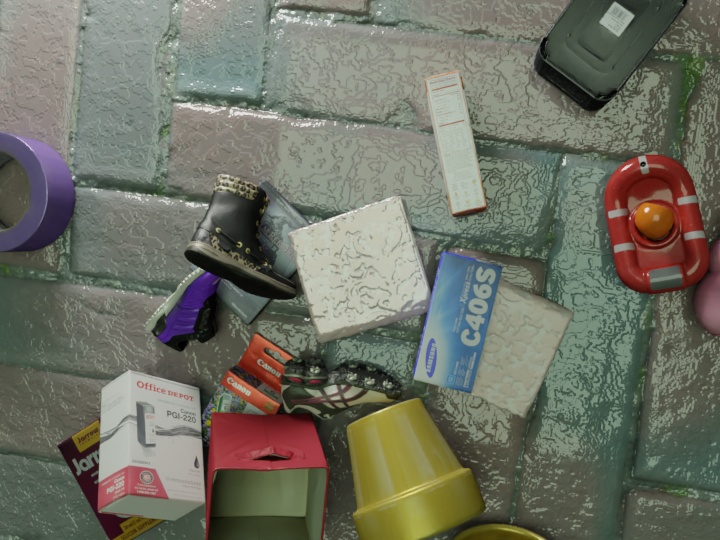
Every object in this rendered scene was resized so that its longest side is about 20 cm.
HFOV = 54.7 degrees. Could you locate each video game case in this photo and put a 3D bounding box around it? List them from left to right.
[{"bbox_3d":[-0.175,-0.029,1.174,0.143,0.019,0.200,43,99,5],"label":"video game case"}]

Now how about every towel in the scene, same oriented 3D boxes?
[{"bbox_3d":[0.000,0.000,1.124,0.198,0.032,0.193,-17,93,6],"label":"towel"},{"bbox_3d":[0.211,0.112,1.114,0.198,0.032,0.193,24,97,7],"label":"towel"}]

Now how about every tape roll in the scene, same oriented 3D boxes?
[{"bbox_3d":[-0.606,-0.133,1.202,0.197,0.085,0.203,0,92,9],"label":"tape roll"}]

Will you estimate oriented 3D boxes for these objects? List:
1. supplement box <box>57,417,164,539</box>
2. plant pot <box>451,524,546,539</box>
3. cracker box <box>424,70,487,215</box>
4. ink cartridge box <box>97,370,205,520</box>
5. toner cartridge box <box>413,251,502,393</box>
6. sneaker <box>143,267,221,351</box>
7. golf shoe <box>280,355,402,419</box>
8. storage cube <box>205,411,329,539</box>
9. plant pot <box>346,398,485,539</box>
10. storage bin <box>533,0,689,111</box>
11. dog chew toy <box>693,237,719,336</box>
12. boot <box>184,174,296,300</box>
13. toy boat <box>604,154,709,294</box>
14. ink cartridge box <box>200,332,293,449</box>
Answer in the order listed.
[{"bbox_3d":[-0.391,0.339,1.181,0.130,0.103,0.201,-32,87,10],"label":"supplement box"},{"bbox_3d":[0.214,0.527,1.054,0.198,0.201,0.191,6,109,8],"label":"plant pot"},{"bbox_3d":[0.146,-0.185,1.058,0.057,0.134,0.203,-11,91,10],"label":"cracker box"},{"bbox_3d":[-0.328,0.276,1.101,0.084,0.145,0.202,-34,51,27],"label":"ink cartridge box"},{"bbox_3d":[0.149,0.080,1.080,0.094,0.043,0.202,13,95,3],"label":"toner cartridge box"},{"bbox_3d":[-0.267,0.063,1.161,0.100,0.070,0.200,46,115,-5],"label":"sneaker"},{"bbox_3d":[-0.032,0.197,1.135,0.197,0.077,0.089,8,105,2],"label":"golf shoe"},{"bbox_3d":[-0.151,0.337,1.071,0.169,0.180,0.202,3,105,-14],"label":"storage cube"},{"bbox_3d":[0.067,0.310,1.073,0.199,0.201,0.191,-24,74,9],"label":"plant pot"},{"bbox_3d":[0.368,-0.357,1.036,0.135,0.094,0.201,38,98,5],"label":"storage bin"},{"bbox_3d":[0.562,0.000,1.014,0.123,0.125,0.202,12,86,8],"label":"dog chew toy"},{"bbox_3d":[-0.173,-0.049,1.114,0.199,0.073,0.152,26,62,-30],"label":"boot"},{"bbox_3d":[0.425,-0.071,1.007,0.129,0.130,0.203,-11,79,21],"label":"toy boat"},{"bbox_3d":[-0.189,0.220,1.170,0.108,0.050,0.201,31,98,6],"label":"ink cartridge box"}]
